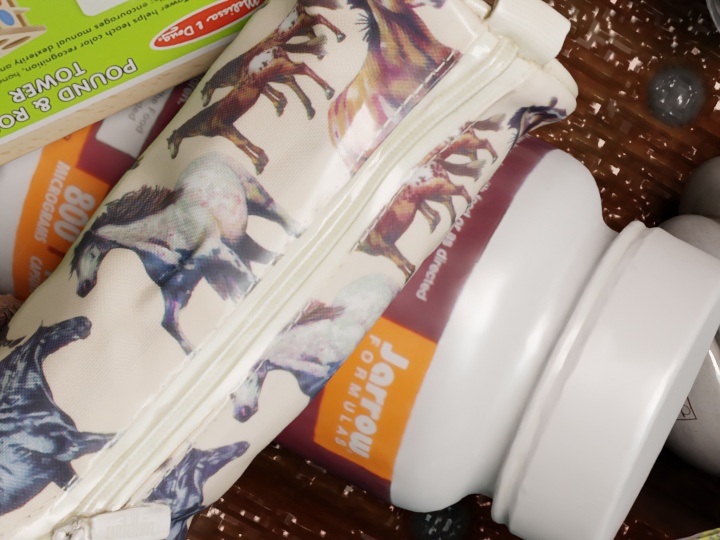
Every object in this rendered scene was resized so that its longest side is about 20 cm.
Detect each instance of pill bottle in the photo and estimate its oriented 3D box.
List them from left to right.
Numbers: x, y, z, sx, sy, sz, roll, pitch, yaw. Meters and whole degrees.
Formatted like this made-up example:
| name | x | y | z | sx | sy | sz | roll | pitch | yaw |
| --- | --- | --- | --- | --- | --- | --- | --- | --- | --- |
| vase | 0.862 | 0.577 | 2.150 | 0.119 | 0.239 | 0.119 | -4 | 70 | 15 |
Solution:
| name | x | y | z | sx | sy | sz | roll | pitch | yaw |
| --- | --- | --- | --- | --- | --- | --- | --- | --- | --- |
| pill bottle | 0.000 | 0.000 | 0.716 | 0.199 | 0.114 | 0.115 | 26 | 94 | 12 |

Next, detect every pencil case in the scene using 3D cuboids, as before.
| name | x | y | z | sx | sy | sz | roll | pitch | yaw |
| --- | --- | --- | --- | --- | --- | --- | --- | --- | --- |
| pencil case | -0.031 | 0.002 | 0.617 | 0.200 | 0.089 | 0.078 | -50 | 122 | -2 |

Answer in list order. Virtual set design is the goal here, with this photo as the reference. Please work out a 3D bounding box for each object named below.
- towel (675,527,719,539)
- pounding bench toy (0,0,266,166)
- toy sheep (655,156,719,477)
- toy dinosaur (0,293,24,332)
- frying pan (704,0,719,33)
| name | x | y | z | sx | sy | sz | roll | pitch | yaw |
| --- | --- | --- | --- | --- | --- | --- | --- | --- | --- |
| towel | 0.120 | 0.097 | 0.764 | 0.143 | 0.200 | 0.023 | -25 | 75 | 15 |
| pounding bench toy | -0.073 | -0.148 | 0.659 | 0.199 | 0.157 | 0.124 | -24 | 141 | 3 |
| toy sheep | 0.149 | 0.013 | 0.792 | 0.199 | 0.138 | 0.139 | -27 | 107 | -9 |
| toy dinosaur | -0.122 | 0.052 | 0.721 | 0.135 | 0.086 | 0.200 | 21 | 138 | -21 |
| frying pan | 0.164 | -0.155 | 0.778 | 0.191 | 0.031 | 0.115 | -54 | 145 | -5 |
